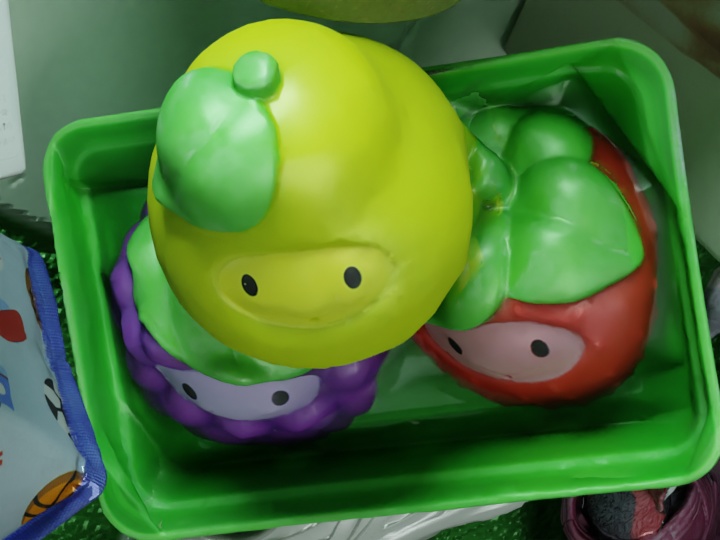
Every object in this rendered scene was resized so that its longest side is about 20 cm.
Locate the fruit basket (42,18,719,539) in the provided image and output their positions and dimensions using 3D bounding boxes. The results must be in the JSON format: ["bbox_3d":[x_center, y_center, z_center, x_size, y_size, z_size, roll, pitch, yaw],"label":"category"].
[{"bbox_3d":[0.000,0.000,0.798,0.215,0.215,0.156,-12,97,-27],"label":"fruit basket"}]

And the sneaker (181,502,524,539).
[{"bbox_3d":[0.006,0.056,0.969,0.200,0.078,0.099,-44,132,1],"label":"sneaker"}]

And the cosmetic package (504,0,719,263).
[{"bbox_3d":[0.150,-0.054,0.891,0.103,0.200,0.088,6,120,-38],"label":"cosmetic package"}]

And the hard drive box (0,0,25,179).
[{"bbox_3d":[-0.169,-0.109,0.638,0.156,0.077,0.201,-17,108,-47],"label":"hard drive box"}]

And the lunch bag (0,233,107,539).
[{"bbox_3d":[-0.206,0.058,0.796,0.200,0.124,0.170,-35,139,18],"label":"lunch bag"}]

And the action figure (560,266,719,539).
[{"bbox_3d":[0.107,0.089,1.029,0.148,0.135,0.200,-19,160,12],"label":"action figure"}]

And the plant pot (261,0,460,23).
[{"bbox_3d":[0.011,-0.178,0.735,0.199,0.200,0.190,-6,138,-31],"label":"plant pot"}]
